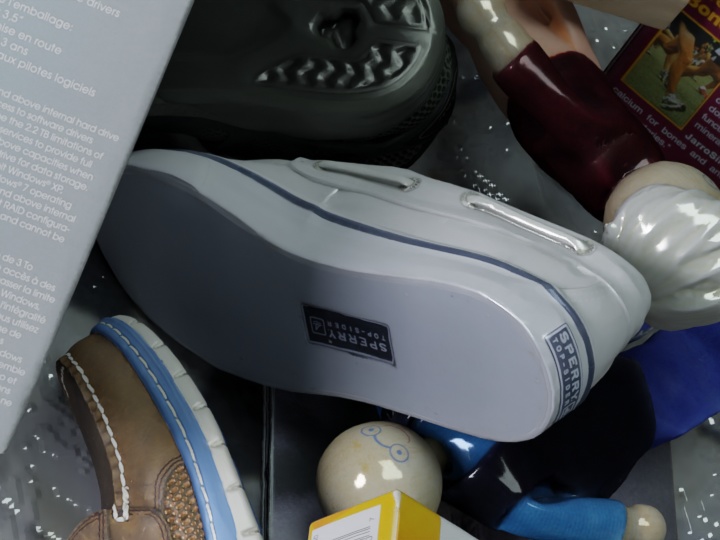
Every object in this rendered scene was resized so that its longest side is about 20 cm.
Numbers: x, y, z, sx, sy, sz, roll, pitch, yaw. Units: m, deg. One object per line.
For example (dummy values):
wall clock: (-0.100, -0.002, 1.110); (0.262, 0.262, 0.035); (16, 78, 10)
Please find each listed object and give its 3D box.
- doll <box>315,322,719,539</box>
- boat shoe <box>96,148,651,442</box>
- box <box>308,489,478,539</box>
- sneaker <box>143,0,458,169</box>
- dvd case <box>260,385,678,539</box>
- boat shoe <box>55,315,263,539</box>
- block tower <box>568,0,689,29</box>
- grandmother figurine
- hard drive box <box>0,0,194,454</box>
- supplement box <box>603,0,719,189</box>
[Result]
doll: (0.057, 0.038, 0.852); (0.136, 0.049, 0.200); (41, 46, 22)
boat shoe: (0.000, 0.000, 0.814); (0.200, 0.074, 0.065); (22, 41, 34)
box: (0.059, 0.159, 0.744); (0.200, 0.041, 0.119); (36, 46, -36)
sneaker: (-0.061, -0.068, 0.875); (0.199, 0.114, 0.076); (5, 73, 13)
dvd case: (0.038, 0.119, 0.832); (0.148, 0.016, 0.200); (12, 56, -18)
boat shoe: (-0.060, 0.103, 0.760); (0.072, 0.072, 0.200); (-20, 59, -12)
block tower: (0.082, -0.179, 0.895); (0.058, 0.054, 0.200); (14, 48, -29)
grandmother figurine: (0.068, -0.057, 0.861); (0.121, 0.061, 0.200); (27, 23, -50)
hard drive box: (-0.105, -0.069, 0.736); (0.077, 0.156, 0.200); (22, 96, -17)
supplement box: (0.168, -0.088, 0.903); (0.110, 0.200, 0.086); (38, 46, 2)
